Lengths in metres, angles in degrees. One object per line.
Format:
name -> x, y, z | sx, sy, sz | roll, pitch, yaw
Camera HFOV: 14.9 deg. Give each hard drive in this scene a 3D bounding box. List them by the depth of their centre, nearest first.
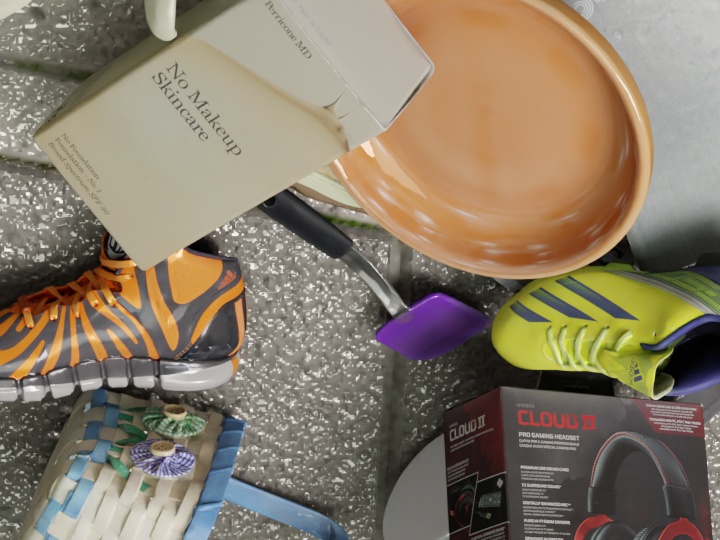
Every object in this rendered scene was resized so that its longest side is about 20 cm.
hard drive -> 0.194, -0.102, 1.564 | 0.140, 0.033, 0.200 | -21, 122, 7

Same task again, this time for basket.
basket -> -0.103, 0.168, 1.673 | 0.200, 0.176, 0.139 | 28, 112, -10

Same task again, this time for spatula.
spatula -> 0.000, 0.000, 1.653 | 0.057, 0.021, 0.200 | -35, 127, 22

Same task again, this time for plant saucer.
plant saucer -> 0.067, -0.085, 1.496 | 0.200, 0.037, 0.200 | 15, 133, 17

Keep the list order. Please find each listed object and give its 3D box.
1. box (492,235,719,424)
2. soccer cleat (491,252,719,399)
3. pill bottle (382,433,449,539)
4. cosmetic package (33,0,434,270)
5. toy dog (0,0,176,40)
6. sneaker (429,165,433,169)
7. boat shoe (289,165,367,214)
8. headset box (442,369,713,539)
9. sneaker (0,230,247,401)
box -> 0.189, -0.013, 1.668 | 0.200, 0.048, 0.158 | 36, 112, -25
soccer cleat -> 0.156, 0.039, 1.589 | 0.200, 0.084, 0.065 | -8, 138, 35
pill bottle -> 0.117, 0.191, 1.750 | 0.200, 0.116, 0.116 | 37, 111, -26
cosmetic package -> -0.071, -0.091, 1.485 | 0.200, 0.073, 0.104 | -29, 106, 40
toy dog -> -0.196, -0.204, 1.448 | 0.200, 0.140, 0.194 | 0, 113, -6
sneaker -> 0.065, -0.118, 1.531 | 0.076, 0.092, 0.200 | -32, 115, -26
boat shoe -> -0.015, -0.083, 1.587 | 0.200, 0.072, 0.076 | 10, 115, -13
headset box -> 0.132, 0.158, 1.649 | 0.149, 0.200, 0.075 | 7, 161, -27
sneaker -> -0.166, 0.012, 1.633 | 0.200, 0.078, 0.112 | -4, 119, -17
